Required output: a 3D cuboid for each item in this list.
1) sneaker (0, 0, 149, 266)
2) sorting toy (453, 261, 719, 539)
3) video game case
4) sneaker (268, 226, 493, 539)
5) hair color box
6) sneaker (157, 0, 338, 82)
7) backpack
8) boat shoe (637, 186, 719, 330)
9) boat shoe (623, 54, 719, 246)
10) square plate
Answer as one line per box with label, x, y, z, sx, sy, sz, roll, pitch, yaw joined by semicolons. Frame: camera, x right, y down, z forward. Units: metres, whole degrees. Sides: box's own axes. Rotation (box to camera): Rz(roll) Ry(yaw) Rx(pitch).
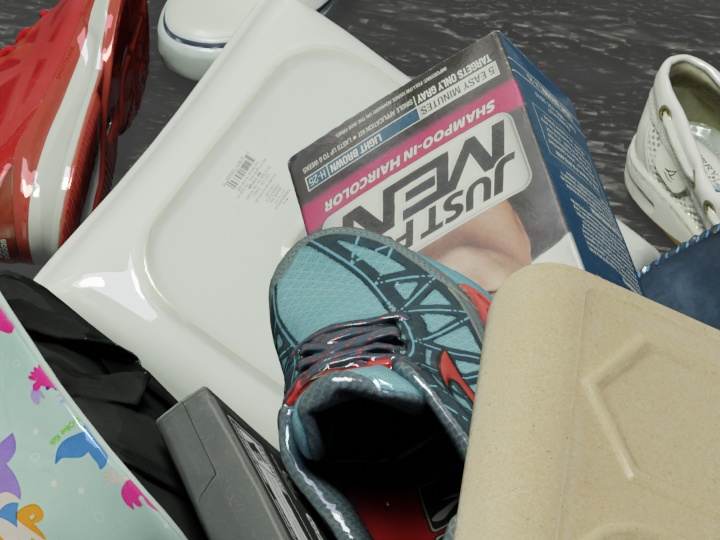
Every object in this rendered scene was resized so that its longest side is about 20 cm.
sneaker;-0.160;-0.083;1.319;0.115;0.079;0.201;4;40;6
sorting toy;0.124;0.096;0.921;0.199;0.037;0.186;20;41;-7
video game case;0.020;0.150;0.951;0.025;0.181;0.200;-35;52;7
sneaker;0.013;0.045;0.978;0.079;0.096;0.200;-37;46;8
hair color box;0.048;0.022;1.074;0.100;0.060;0.201;-31;51;18
sneaker;-0.031;-0.162;1.405;0.073;0.071;0.200;20;46;24
backpack;-0.100;0.102;1.011;0.150;0.200;0.178;-35;48;-5
boat shoe;0.177;-0.017;1.114;0.199;0.069;0.085;-28;63;11
boat shoe;0.177;-0.020;1.230;0.071;0.070;0.200;-23;46;-26
square plate;0.000;0.000;1.175;0.198;0.028;0.200;35;55;1
